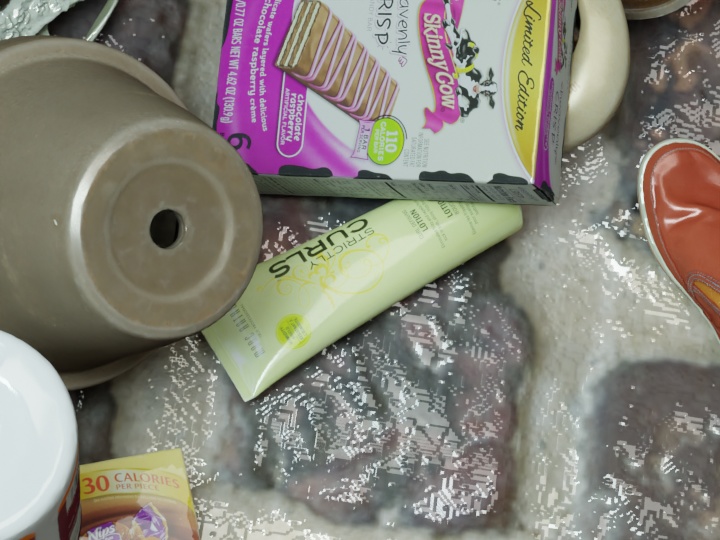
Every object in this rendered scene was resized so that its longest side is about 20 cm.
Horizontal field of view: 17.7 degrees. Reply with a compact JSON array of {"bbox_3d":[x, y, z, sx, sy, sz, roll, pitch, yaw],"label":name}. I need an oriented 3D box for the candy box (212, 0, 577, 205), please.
[{"bbox_3d":[0.019,-0.112,1.339,0.200,0.061,0.137,2,81,19],"label":"candy box"}]

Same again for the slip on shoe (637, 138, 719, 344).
[{"bbox_3d":[0.227,0.006,1.373,0.074,0.061,0.200,-20,72,-12],"label":"slip on shoe"}]

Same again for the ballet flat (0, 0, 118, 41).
[{"bbox_3d":[-0.198,-0.140,1.374,0.072,0.072,0.200,40,71,8],"label":"ballet flat"}]

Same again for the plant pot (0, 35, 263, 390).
[{"bbox_3d":[-0.139,-0.027,1.240,0.200,0.175,0.200,-3,95,-32],"label":"plant pot"}]

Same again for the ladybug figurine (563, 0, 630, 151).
[{"bbox_3d":[0.086,-0.153,1.394,0.136,0.072,0.200,-37,71,9],"label":"ladybug figurine"}]

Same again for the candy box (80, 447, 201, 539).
[{"bbox_3d":[-0.185,0.174,1.263,0.200,0.056,0.117,-9,71,-11],"label":"candy box"}]

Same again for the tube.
[{"bbox_3d":[0.000,0.000,1.355,0.200,0.058,0.052,-28,116,-12],"label":"tube"}]

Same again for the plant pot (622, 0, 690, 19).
[{"bbox_3d":[0.178,-0.292,1.418,0.200,0.200,0.198,36,61,7],"label":"plant pot"}]

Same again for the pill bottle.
[{"bbox_3d":[-0.196,0.111,1.149,0.114,0.200,0.114,2,67,-6],"label":"pill bottle"}]
